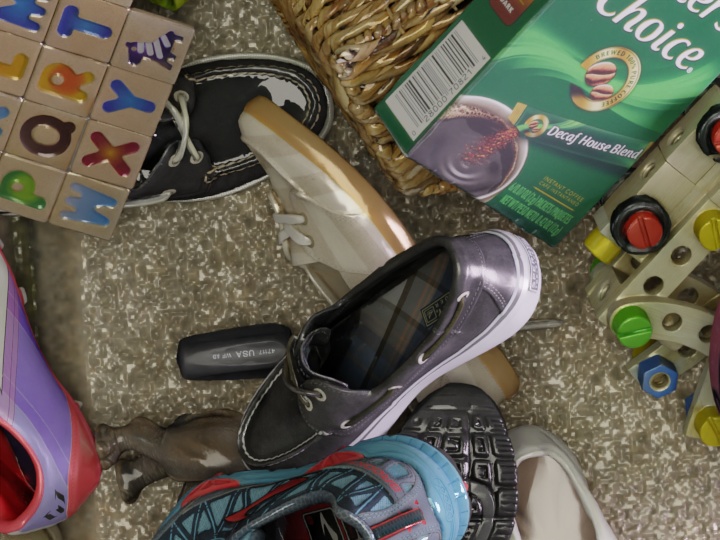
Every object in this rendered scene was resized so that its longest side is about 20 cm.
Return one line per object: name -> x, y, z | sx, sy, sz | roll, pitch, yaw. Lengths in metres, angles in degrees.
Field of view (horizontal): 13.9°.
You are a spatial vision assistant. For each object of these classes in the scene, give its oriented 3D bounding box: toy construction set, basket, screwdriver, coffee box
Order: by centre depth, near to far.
coffee box -> 0.115, -0.113, 1.402 | 0.200, 0.123, 0.044 | -46, 45, 14
toy construction set -> 0.188, -0.022, 1.467 | 0.131, 0.092, 0.200 | 36, 92, -21
basket -> 0.062, -0.151, 1.478 | 0.200, 0.143, 0.149 | -33, 46, 0
screwdriver -> 0.004, 0.032, 1.523 | 0.200, 0.028, 0.029 | -10, 62, -3

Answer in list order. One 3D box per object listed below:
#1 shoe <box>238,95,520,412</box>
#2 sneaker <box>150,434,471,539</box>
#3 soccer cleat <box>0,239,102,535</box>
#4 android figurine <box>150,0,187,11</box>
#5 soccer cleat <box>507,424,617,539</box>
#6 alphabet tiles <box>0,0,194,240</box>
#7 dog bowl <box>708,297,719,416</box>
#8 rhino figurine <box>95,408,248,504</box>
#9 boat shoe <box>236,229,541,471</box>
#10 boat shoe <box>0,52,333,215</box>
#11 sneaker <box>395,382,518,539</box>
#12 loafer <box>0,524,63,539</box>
shoe -> 0.000, 0.000, 1.474 | 0.053, 0.070, 0.200 | -41, 98, -9
sneaker -> -0.049, 0.134, 1.405 | 0.200, 0.096, 0.079 | -27, 91, 35
soccer cleat -> -0.201, 0.041, 1.496 | 0.067, 0.076, 0.200 | -29, 94, 32
android figurine -> -0.098, -0.216, 1.455 | 0.200, 0.182, 0.041 | -42, 51, -20
soccer cleat -> 0.116, 0.172, 1.490 | 0.069, 0.078, 0.200 | -27, 91, 3
alphabet tiles -> -0.168, -0.114, 1.422 | 0.167, 0.008, 0.200 | 17, 124, -12
dog bowl -> 0.256, 0.035, 1.440 | 0.200, 0.074, 0.200 | -14, 119, -27
rhino figurine -> -0.069, 0.165, 1.509 | 0.087, 0.060, 0.200 | -14, 92, 6
boat shoe -> -0.002, 0.042, 1.413 | 0.200, 0.066, 0.070 | -34, 62, 35
boat shoe -> -0.113, -0.068, 1.503 | 0.200, 0.060, 0.074 | -7, 92, 3
sneaker -> 0.034, 0.148, 1.480 | 0.076, 0.091, 0.200 | 10, 104, -1
loafer -> -0.252, 0.164, 1.513 | 0.200, 0.068, 0.076 | -19, 91, 3
